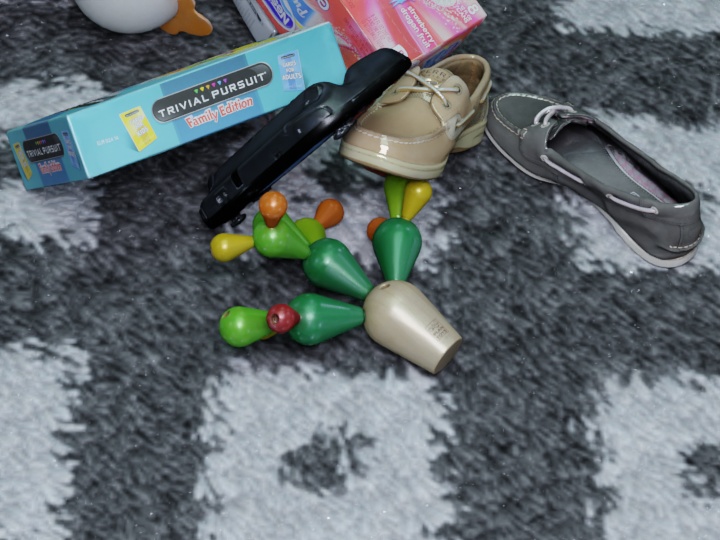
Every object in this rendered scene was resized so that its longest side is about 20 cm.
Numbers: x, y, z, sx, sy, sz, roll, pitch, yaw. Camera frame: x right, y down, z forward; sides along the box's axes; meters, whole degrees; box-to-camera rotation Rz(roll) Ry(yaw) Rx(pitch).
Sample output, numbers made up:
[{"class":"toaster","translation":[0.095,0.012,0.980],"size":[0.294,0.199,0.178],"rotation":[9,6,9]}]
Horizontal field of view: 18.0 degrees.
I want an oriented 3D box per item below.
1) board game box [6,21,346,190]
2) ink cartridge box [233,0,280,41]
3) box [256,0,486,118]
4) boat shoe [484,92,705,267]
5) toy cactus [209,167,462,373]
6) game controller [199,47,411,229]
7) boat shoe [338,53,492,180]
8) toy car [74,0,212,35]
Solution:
[{"class":"board game box","translation":[-0.128,-0.113,1.568],"size":[0.200,0.047,0.151],"rotation":[-22,8,-23]},{"class":"ink cartridge box","translation":[-0.041,-0.295,1.750],"size":[0.199,0.041,0.200],"rotation":[-28,83,-26]},{"class":"box","translation":[-0.016,-0.225,1.655],"size":[0.103,0.095,0.200],"rotation":[-34,86,-30]},{"class":"boat shoe","translation":[0.168,-0.081,1.614],"size":[0.067,0.057,0.200],"rotation":[-32,57,-29]},{"class":"toy cactus","translation":[0.000,0.000,1.514],"size":[0.165,0.102,0.200],"rotation":[38,44,14]},{"class":"game controller","translation":[-0.038,-0.087,1.523],"size":[0.104,0.200,0.042],"rotation":[-29,87,-33]},{"class":"boat shoe","translation":[0.040,-0.111,1.572],"size":[0.071,0.065,0.200],"rotation":[20,20,13]},{"class":"toy car","translation":[-0.194,-0.236,1.695],"size":[0.200,0.177,0.184],"rotation":[45,68,-3]}]
